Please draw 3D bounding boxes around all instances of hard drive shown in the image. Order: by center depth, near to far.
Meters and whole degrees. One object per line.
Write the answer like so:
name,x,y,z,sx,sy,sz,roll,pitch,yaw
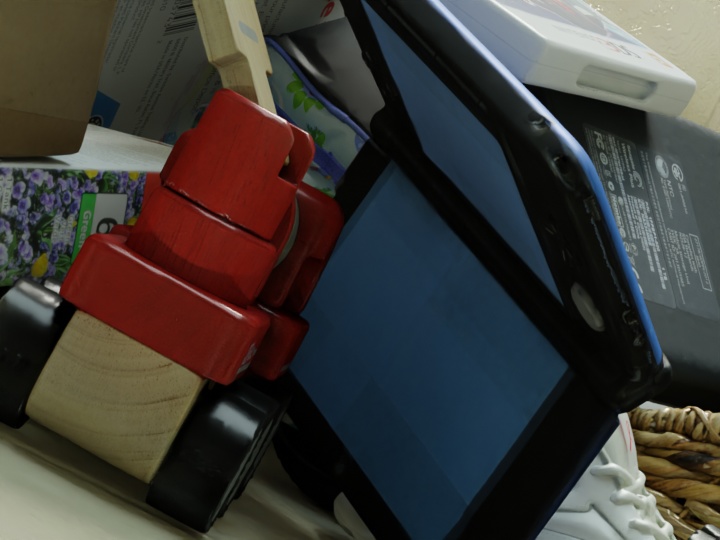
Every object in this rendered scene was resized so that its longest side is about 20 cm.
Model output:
hard drive,0.135,-0.007,1.107,0.200,0.033,0.140,16,55,-49

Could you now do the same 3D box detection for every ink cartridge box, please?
ink cartridge box,-0.133,-0.028,1.003,0.109,0.051,0.200,16,9,33
ink cartridge box,-0.091,-0.131,1.182,0.085,0.145,0.200,45,37,22

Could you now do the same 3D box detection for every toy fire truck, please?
toy fire truck,-0.056,-0.032,0.880,0.128,0.201,0.176,29,2,2

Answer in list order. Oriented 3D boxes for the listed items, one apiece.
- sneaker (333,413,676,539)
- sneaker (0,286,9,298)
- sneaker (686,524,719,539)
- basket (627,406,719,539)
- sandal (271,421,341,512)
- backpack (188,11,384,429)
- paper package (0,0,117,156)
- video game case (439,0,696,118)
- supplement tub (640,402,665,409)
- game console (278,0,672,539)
sneaker,0.089,0.102,0.958,0.200,0.100,0.078,29,2,20
sneaker,-0.208,-0.046,1.122,0.201,0.067,0.108,25,5,-20
sneaker,0.130,0.140,0.821,0.098,0.071,0.200,31,11,8
basket,0.170,0.100,1.103,0.143,0.149,0.200,45,8,21
sandal,0.012,0.093,1.073,0.200,0.048,0.075,42,3,-4
backpack,0.000,0.000,1.195,0.147,0.201,0.183,-21,45,-26
paper package,-0.215,-0.107,0.907,0.190,0.104,0.200,17,11,35
video game case,0.033,-0.133,1.060,0.200,0.023,0.182,38,14,22
supplement tub,0.191,0.124,1.316,0.199,0.141,0.140,29,1,13
game console,0.012,-0.004,0.927,0.200,0.118,0.171,50,-10,46
